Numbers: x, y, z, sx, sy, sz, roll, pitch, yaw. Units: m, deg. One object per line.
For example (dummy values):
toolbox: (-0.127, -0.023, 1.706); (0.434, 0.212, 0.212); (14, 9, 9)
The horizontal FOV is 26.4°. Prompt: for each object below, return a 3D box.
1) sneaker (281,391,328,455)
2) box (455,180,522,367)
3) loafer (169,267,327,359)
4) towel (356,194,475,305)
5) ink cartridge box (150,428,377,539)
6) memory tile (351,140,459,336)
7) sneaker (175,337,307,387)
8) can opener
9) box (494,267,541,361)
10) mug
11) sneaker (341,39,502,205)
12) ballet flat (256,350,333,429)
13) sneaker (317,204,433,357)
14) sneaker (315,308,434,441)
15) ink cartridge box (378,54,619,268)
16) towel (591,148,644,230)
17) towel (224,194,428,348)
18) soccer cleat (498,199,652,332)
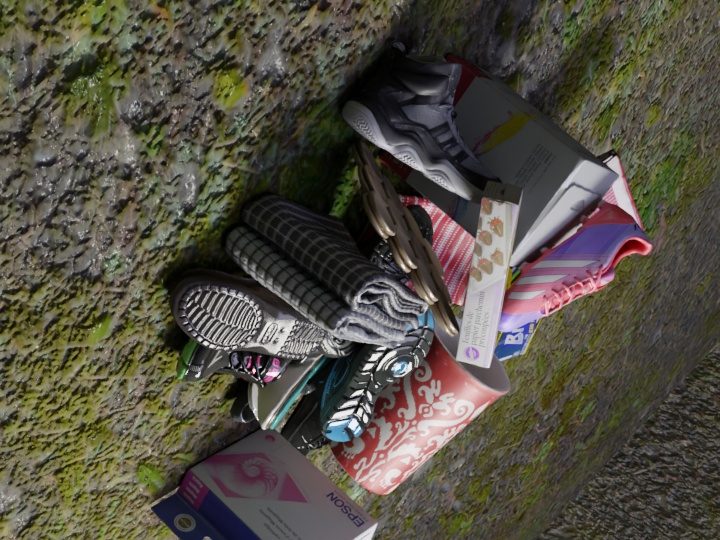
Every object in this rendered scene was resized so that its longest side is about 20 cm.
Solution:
sneaker: (-0.029, 0.198, 1.959); (0.060, 0.104, 0.201); (-15, 140, -55)
box: (0.132, 0.005, 1.580); (0.042, 0.038, 0.202); (-63, 163, -58)
loafer: (-0.124, 0.041, 1.570); (0.199, 0.071, 0.073); (24, 110, -46)
towel: (0.084, -0.020, 1.811); (0.198, 0.023, 0.145); (8, 127, -31)
ink cartridge box: (-0.113, 0.292, 1.826); (0.199, 0.196, 0.044); (-26, 147, -45)
memory tile: (0.046, -0.033, 1.612); (0.017, 0.154, 0.201); (-27, 125, 11)
sneaker: (-0.119, 0.082, 1.633); (0.199, 0.084, 0.077); (-16, 140, -54)
can opener: (-0.077, 0.119, 1.824); (0.199, 0.066, 0.053); (-30, 116, -45)
box: (0.187, 0.019, 1.837); (0.070, 0.064, 0.201); (-14, 140, -34)
mug: (0.057, 0.147, 1.834); (0.133, 0.178, 0.200); (27, 114, -40)
sneaker: (0.087, -0.151, 1.559); (0.114, 0.199, 0.075); (-58, -159, 4)
ballet flat: (-0.078, 0.106, 1.743); (0.200, 0.069, 0.070); (-48, 163, -47)
sneaker: (0.000, 0.000, 1.730); (0.200, 0.091, 0.076); (-48, 127, -7)
sneaker: (0.008, 0.101, 1.749); (0.073, 0.082, 0.200); (21, 120, -34)
ink cartridge box: (0.155, -0.114, 1.689); (0.145, 0.200, 0.145); (-54, 157, 12)
towel: (0.255, -0.046, 1.904); (0.199, 0.023, 0.145); (-32, 128, -6)
towel: (-0.028, 0.002, 1.577); (0.086, 0.165, 0.200); (-57, 157, 6)
soccer cleat: (0.227, 0.006, 1.655); (0.200, 0.076, 0.067); (-40, 158, -18)
